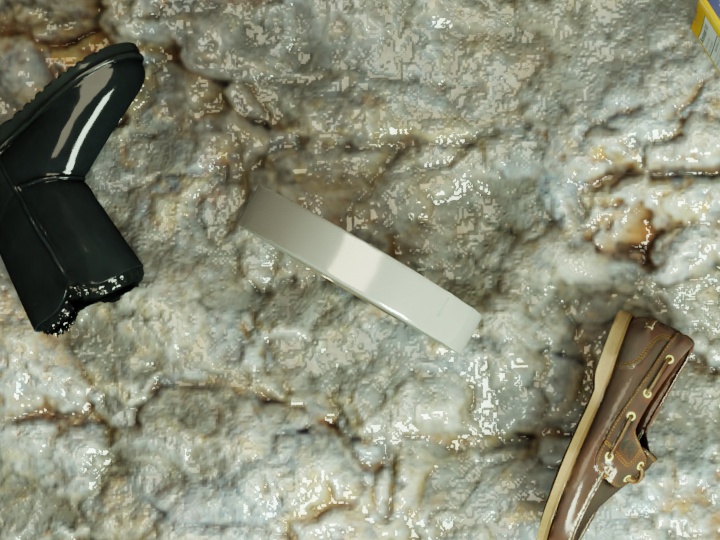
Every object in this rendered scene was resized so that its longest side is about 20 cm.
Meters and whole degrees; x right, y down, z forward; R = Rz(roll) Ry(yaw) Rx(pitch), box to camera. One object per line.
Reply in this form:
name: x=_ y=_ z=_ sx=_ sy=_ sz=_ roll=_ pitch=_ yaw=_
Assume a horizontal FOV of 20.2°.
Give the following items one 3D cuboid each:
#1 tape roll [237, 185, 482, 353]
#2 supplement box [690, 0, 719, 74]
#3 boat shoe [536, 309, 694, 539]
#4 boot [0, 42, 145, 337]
tape roll: x=0.000 y=0.000 z=1.537 sx=0.202 sy=0.203 sz=0.037 roll=31 pitch=89 yaw=7
supplement box: x=0.354 y=-0.145 z=1.558 sx=0.109 sy=0.109 sz=0.200 roll=-32 pitch=84 yaw=3
boat shoe: x=0.198 y=0.132 z=1.572 sx=0.070 sy=0.070 sz=0.201 roll=22 pitch=88 yaw=11
boot: x=-0.218 y=-0.063 z=1.623 sx=0.200 sy=0.076 sz=0.168 roll=-37 pitch=80 yaw=9
